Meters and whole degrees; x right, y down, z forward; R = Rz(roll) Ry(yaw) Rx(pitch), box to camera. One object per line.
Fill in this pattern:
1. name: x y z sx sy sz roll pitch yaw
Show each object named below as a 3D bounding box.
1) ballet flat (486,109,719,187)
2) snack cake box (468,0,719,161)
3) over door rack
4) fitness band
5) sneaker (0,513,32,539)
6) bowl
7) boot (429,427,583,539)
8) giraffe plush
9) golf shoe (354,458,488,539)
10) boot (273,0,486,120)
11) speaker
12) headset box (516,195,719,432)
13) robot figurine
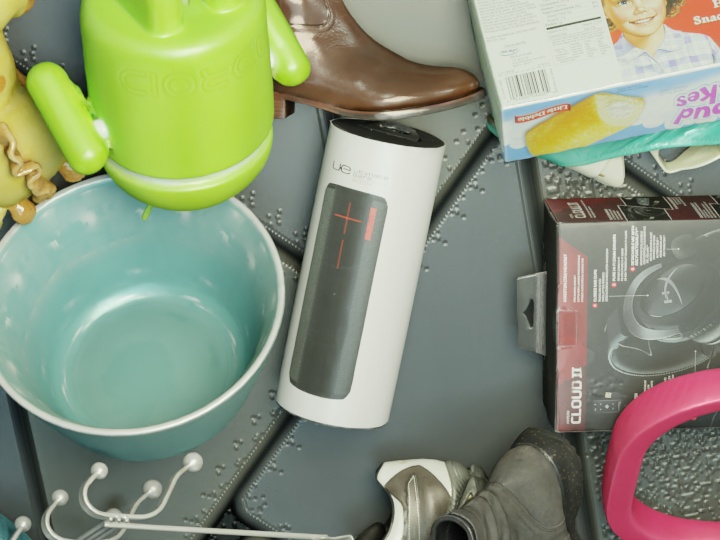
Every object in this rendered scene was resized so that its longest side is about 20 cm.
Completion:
1. ballet flat: 0.187 -0.091 1.691 0.200 0.067 0.070 -10 118 2
2. snack cake box: 0.177 -0.153 1.644 0.200 0.067 0.115 -11 60 0
3. over door rack: -0.118 0.178 1.693 0.200 0.148 0.067 17 63 -22
4. fitness band: 0.237 0.132 1.707 0.144 0.037 0.200 1 143 -2
5. sneaker: -0.331 0.191 1.724 0.200 0.080 0.131 37 98 -10
6. bowl: -0.144 0.045 1.658 0.201 0.201 0.105 -9 146 -1
7. boot: 0.101 0.216 1.711 0.070 0.132 0.200 9 127 39
8. giraffe plush: -0.246 -0.115 1.623 0.173 0.200 0.162 -27 132 19
9. golf shoe: 0.029 0.225 1.758 0.094 0.078 0.200 13 92 -3
10. boot: -0.010 -0.201 1.655 0.186 0.064 0.200 -1 100 -1
11. speaker: 0.000 0.000 1.695 0.081 0.081 0.200 11 103 -6
12. headset box: 0.206 0.028 1.714 0.200 0.077 0.149 -2 104 -2
13. robot figurine: -0.113 -0.121 1.583 0.175 0.116 0.200 -27 139 -24
